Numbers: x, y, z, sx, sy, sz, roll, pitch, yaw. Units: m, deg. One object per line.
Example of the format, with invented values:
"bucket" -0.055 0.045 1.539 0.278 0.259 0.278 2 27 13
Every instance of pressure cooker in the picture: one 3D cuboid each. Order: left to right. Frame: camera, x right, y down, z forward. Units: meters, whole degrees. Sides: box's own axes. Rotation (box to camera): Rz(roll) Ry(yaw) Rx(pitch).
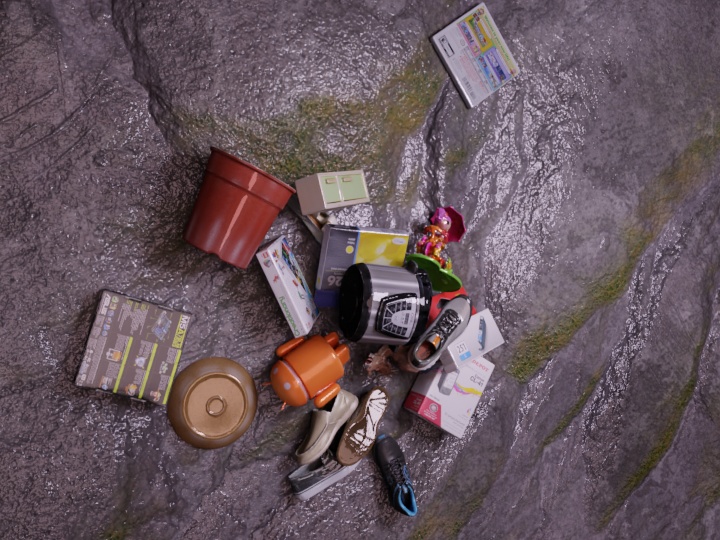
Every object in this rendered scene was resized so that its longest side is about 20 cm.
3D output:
"pressure cooker" 0.065 0.074 1.460 0.197 0.176 0.181 7 60 -22

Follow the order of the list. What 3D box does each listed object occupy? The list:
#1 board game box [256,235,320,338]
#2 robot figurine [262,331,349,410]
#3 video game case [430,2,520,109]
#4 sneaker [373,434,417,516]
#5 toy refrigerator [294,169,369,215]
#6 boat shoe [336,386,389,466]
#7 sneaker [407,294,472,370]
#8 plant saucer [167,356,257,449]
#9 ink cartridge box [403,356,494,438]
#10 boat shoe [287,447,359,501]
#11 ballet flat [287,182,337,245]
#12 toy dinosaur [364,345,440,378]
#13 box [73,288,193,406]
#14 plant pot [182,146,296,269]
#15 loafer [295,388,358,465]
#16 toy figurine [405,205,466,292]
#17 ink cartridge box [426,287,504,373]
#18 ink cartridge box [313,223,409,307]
"board game box" -0.155 0.033 1.455 0.034 0.126 0.203 -21 101 15
"robot figurine" -0.116 0.223 1.477 0.199 0.116 0.145 -34 103 -17
"video game case" 0.292 -0.543 1.678 0.181 0.022 0.202 -37 103 -17
"sneaker" 0.092 0.488 1.583 0.072 0.082 0.203 -23 98 -18
"toy refrigerator" -0.055 -0.174 1.460 0.199 0.069 0.077 -18 96 -59
"boat shoe" 0.000 0.360 1.529 0.072 0.065 0.201 36 60 -10
"sneaker" 0.183 0.138 1.469 0.074 0.079 0.201 38 84 8
"plant saucer" -0.316 0.291 1.442 0.197 0.035 0.204 0 91 -22
"ink cartridge box" 0.218 0.284 1.628 0.146 0.085 0.202 32 80 -19
"boat shoe" -0.075 0.443 1.520 0.199 0.072 0.072 -35 107 -16
"ballet flat" -0.093 -0.118 1.503 0.200 0.063 0.068 47 49 -15
"toy dinosaur" 0.104 0.207 1.573 0.197 0.086 0.138 20 84 -12
"box" -0.467 0.160 1.376 0.191 0.047 0.203 18 84 -23
"plant pot" -0.264 -0.123 1.383 0.199 0.200 0.198 27 90 -20
"loafer" -0.088 0.351 1.518 0.068 0.075 0.201 46 66 -15
"toy figurine" 0.184 -0.073 1.576 0.200 0.148 0.187 50 53 -58
"ink cartridge box" 0.238 0.129 1.589 0.198 0.045 0.178 -19 79 -43
"ink cartridge box" 0.000 0.000 1.526 0.194 0.047 0.204 3 107 -22
